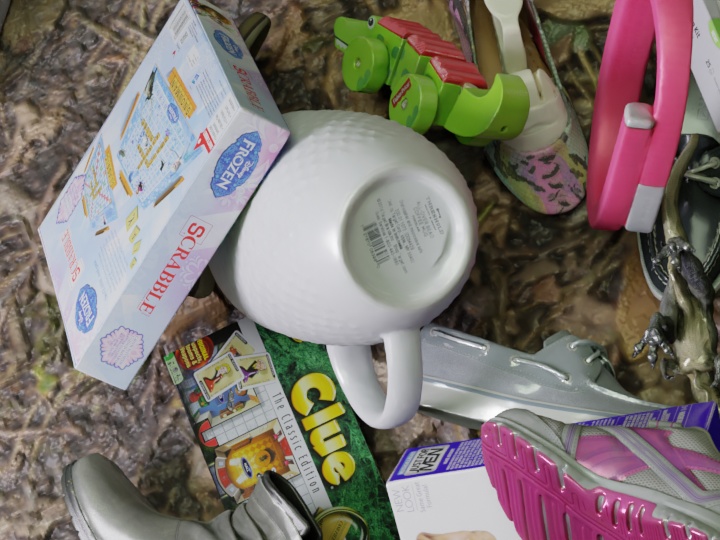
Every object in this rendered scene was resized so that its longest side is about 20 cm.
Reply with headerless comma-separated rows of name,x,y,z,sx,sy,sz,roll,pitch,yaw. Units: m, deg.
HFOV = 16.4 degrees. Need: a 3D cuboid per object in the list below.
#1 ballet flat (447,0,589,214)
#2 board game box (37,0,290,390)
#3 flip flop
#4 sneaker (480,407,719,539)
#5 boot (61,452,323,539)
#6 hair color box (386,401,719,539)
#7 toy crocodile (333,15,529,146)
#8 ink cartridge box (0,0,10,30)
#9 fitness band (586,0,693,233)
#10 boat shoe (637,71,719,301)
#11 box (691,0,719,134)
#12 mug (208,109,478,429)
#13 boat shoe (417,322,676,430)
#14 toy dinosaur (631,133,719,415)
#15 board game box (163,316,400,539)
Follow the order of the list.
ballet flat,0.102,-0.135,1.656,0.069,0.071,0.201,-14,67,-4
board game box,-0.131,-0.055,1.602,0.200,0.041,0.200,-56,26,16
flip flop,-0.082,-0.076,1.682,0.057,0.081,0.201,10,72,-3
sneaker,0.157,0.126,1.415,0.200,0.082,0.088,25,45,33
boot,-0.091,0.167,1.570,0.131,0.068,0.200,-45,72,21
hair color box,0.127,0.153,1.508,0.199,0.065,0.110,-10,104,19
toy crocodile,0.042,-0.130,1.639,0.200,0.067,0.062,44,121,54
ink cartridge box,-0.336,-0.222,1.756,0.145,0.147,0.201,10,73,18
fitness band,0.172,-0.111,1.555,0.037,0.200,0.144,5,54,-4
boat shoe,0.215,-0.078,1.613,0.075,0.060,0.201,2,70,14
box,0.266,-0.185,1.610,0.155,0.041,0.201,-5,64,-28
mug,0.000,0.000,1.553,0.147,0.175,0.201,-12,98,-20
boat shoe,0.122,0.071,1.573,0.200,0.070,0.072,10,80,21
toy dinosaur,0.200,0.016,1.542,0.047,0.088,0.201,-7,90,24
board game box,-0.047,0.121,1.624,0.104,0.023,0.201,-25,66,1
